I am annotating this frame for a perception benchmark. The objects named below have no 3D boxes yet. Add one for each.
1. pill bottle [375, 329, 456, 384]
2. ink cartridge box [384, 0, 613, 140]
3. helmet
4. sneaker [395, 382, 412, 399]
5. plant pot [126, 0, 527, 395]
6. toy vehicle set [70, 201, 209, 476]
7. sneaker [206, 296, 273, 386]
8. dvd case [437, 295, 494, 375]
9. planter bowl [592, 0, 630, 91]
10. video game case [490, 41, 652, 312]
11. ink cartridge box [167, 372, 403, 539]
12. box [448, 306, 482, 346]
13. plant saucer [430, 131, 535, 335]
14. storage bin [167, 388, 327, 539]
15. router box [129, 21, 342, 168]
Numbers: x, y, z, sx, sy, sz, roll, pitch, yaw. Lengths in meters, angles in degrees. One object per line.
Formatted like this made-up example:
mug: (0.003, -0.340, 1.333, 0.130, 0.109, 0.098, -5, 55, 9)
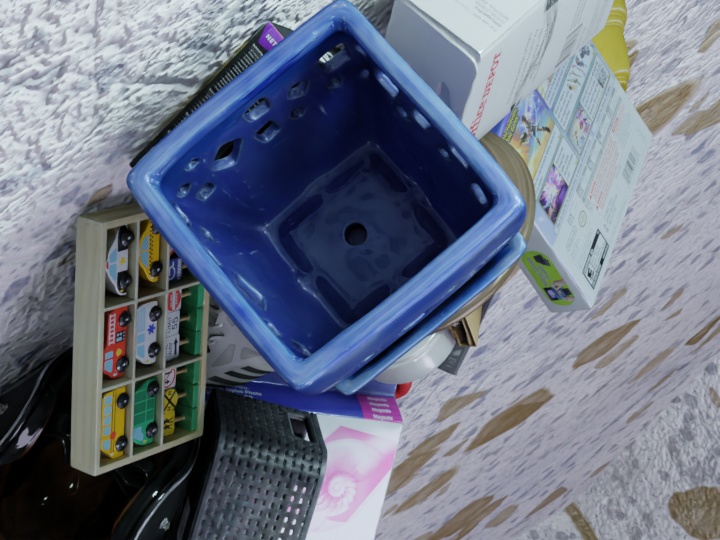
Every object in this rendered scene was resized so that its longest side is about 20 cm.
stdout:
pill bottle: (0.000, 0.000, 1.799, 0.114, 0.114, 0.200, -37, 133, -2)
ink cartridge box: (0.107, -0.192, 1.610, 0.200, 0.084, 0.145, -43, 163, -29)
helmet: (-0.235, 0.171, 1.778, 0.200, 0.200, 0.191, -20, 155, -48)
sneaker: (-0.026, 0.113, 1.974, 0.200, 0.085, 0.077, -24, 159, -41)
plant pot: (-0.010, -0.037, 1.501, 0.200, 0.200, 0.180, -40, 165, 2)
toy vehicle set: (-0.166, 0.045, 1.658, 0.124, 0.026, 0.200, -19, 118, -50)
sneaker: (-0.117, 0.034, 1.770, 0.115, 0.076, 0.201, -35, 138, 1)
dvd case: (0.095, -0.018, 1.943, 0.200, 0.025, 0.150, -66, -159, 4)
planter bowl: (0.176, -0.166, 1.923, 0.200, 0.084, 0.200, -35, 165, -11)
video game case: (0.158, -0.099, 1.780, 0.045, 0.181, 0.200, -7, -136, 35)
ink cartridge box: (-0.066, 0.157, 1.889, 0.196, 0.043, 0.200, 7, 106, -20)
box: (0.084, -0.061, 1.809, 0.021, 0.200, 0.164, 1, 152, 16)
plant saucer: (0.035, -0.035, 1.639, 0.200, 0.200, 0.029, -38, 136, -1)
storage bin: (-0.103, 0.213, 1.792, 0.135, 0.094, 0.200, -115, -138, -74)
router box: (-0.066, -0.103, 1.622, 0.149, 0.051, 0.200, -44, 164, 13)
